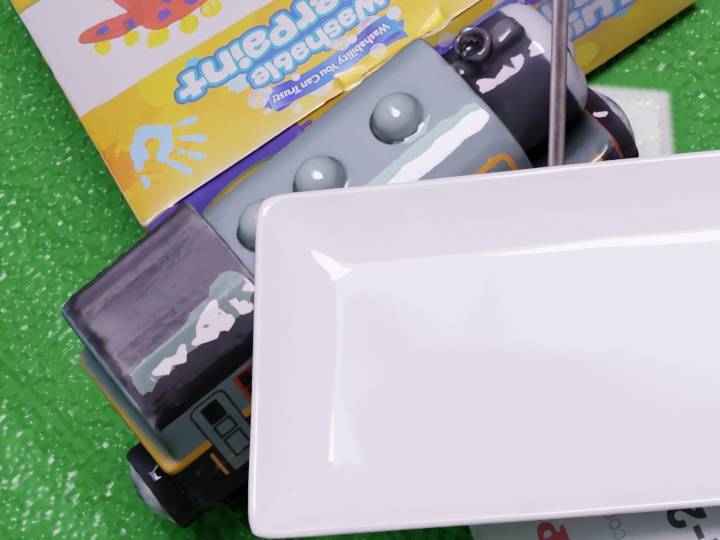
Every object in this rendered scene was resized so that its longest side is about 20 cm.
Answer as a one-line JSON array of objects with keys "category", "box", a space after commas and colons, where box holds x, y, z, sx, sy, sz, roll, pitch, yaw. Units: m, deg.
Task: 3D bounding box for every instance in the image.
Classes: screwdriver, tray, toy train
[{"category": "screwdriver", "box": [0.060, -0.020, 0.896, 0.028, 0.029, 0.201, 2, 106, 7]}, {"category": "tray", "box": [0.067, 0.022, 0.836, 0.199, 0.022, 0.108, -5, 64, 14]}, {"category": "toy train", "box": [0.000, 0.000, 0.930, 0.200, 0.114, 0.085, -38, 56, -2]}]

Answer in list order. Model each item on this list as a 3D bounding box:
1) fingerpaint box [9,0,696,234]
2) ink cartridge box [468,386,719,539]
[{"category": "fingerpaint box", "box": [-0.013, -0.108, 1.020, 0.200, 0.073, 0.167, -34, 55, 1]}, {"category": "ink cartridge box", "box": [0.142, 0.084, 0.846, 0.199, 0.083, 0.146, -27, 56, 5]}]
